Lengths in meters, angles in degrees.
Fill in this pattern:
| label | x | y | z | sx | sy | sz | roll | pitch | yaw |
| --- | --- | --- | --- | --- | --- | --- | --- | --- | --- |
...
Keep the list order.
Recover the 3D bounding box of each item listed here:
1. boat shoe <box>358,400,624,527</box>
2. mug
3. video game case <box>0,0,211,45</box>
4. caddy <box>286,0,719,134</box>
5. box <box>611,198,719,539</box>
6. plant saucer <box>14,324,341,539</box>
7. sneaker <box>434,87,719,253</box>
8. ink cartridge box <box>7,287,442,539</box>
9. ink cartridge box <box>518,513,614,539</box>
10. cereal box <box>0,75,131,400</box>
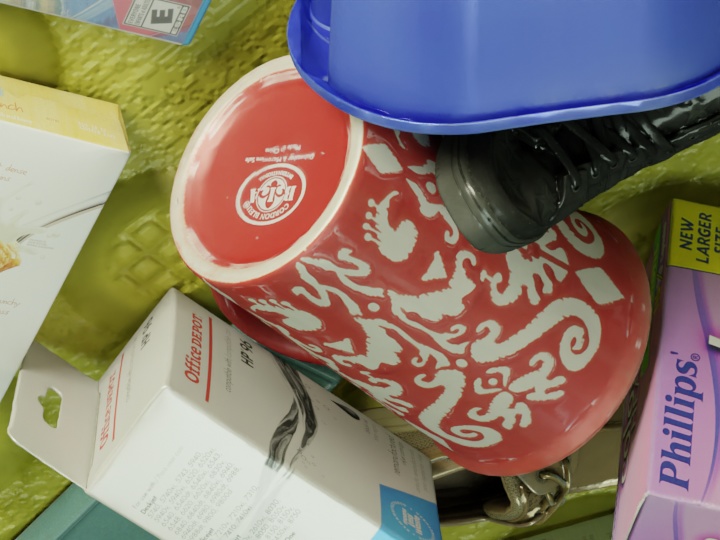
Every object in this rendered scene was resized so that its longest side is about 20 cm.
| label | x | y | z | sx | sy | sz | roll | pitch | yaw |
| --- | --- | --- | --- | --- | --- | --- | --- | --- | --- |
| boat shoe | 0.080 | 0.105 | 1.248 | 0.200 | 0.065 | 0.071 | -7 | 134 | -10 |
| mug | 0.004 | 0.007 | 1.072 | 0.177 | 0.134 | 0.200 | -34 | 139 | 22 |
| video game case | -0.135 | -0.168 | 0.955 | 0.200 | 0.018 | 0.143 | 11 | 129 | -25 |
| caddy | 0.068 | -0.119 | 0.974 | 0.200 | 0.141 | 0.105 | -8 | 131 | -3 |
| box | 0.228 | 0.077 | 1.141 | 0.200 | 0.176 | 0.097 | 11 | 142 | 1 |
| plant saucer | -0.093 | 0.099 | 1.226 | 0.070 | 0.019 | 0.200 | 27 | 121 | -35 |
| sneaker | 0.114 | -0.070 | 1.034 | 0.104 | 0.060 | 0.200 | -30 | 180 | 31 |
| ink cartridge box | -0.061 | 0.084 | 1.122 | 0.200 | 0.116 | 0.068 | 34 | 107 | -15 |
| ink cartridge box | 0.095 | 0.221 | 1.376 | 0.200 | 0.050 | 0.162 | -18 | 135 | -4 |
| cereal box | -0.206 | -0.006 | 1.074 | 0.144 | 0.040 | 0.200 | 12 | 128 | -26 |
